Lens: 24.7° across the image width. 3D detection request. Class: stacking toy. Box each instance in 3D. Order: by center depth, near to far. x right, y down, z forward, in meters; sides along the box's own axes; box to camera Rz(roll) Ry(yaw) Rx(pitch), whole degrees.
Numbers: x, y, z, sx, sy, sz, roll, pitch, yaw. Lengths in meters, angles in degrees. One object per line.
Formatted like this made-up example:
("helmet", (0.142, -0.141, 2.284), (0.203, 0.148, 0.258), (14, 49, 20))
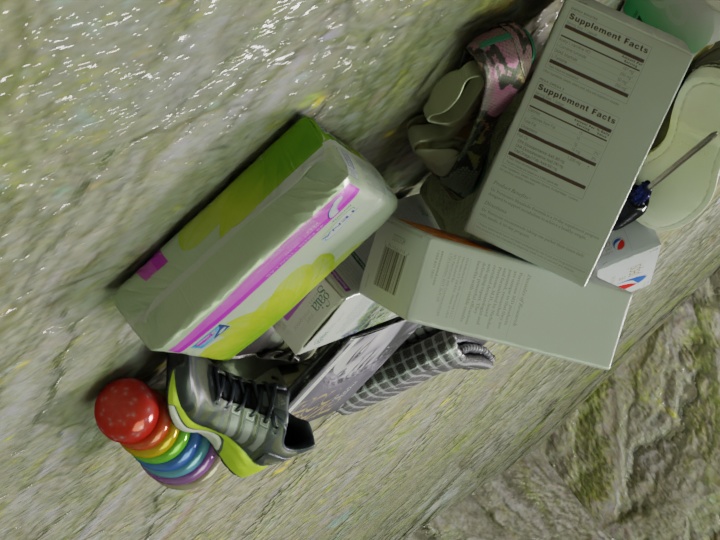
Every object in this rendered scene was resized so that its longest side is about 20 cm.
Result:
("stacking toy", (-0.180, 0.139, 1.432), (0.085, 0.086, 0.200), (-39, 162, 0))

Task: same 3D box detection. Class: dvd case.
("dvd case", (-0.019, 0.099, 1.586), (0.149, 0.016, 0.200), (-47, 166, 21))

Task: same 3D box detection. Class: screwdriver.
("screwdriver", (0.238, -0.075, 1.328), (0.200, 0.029, 0.028), (120, -11, -67))

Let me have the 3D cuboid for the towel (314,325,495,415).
("towel", (0.052, 0.094, 1.797), (0.164, 0.086, 0.200), (-26, 170, 15))

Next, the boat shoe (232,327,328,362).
("boat shoe", (-0.061, 0.049, 1.477), (0.072, 0.065, 0.199), (-47, 165, 27))

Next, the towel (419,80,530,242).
("towel", (0.152, -0.089, 1.451), (0.200, 0.149, 0.036), (-42, 146, 11))

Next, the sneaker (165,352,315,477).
("sneaker", (-0.106, 0.113, 1.423), (0.080, 0.075, 0.200), (-15, 148, 18))

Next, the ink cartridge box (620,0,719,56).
("ink cartridge box", (0.313, -0.179, 1.456), (0.050, 0.201, 0.161), (-32, 164, -23))

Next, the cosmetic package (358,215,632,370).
("cosmetic package", (0.111, 0.018, 1.351), (0.198, 0.101, 0.072), (15, 96, -27))

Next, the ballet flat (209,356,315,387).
("ballet flat", (-0.086, 0.104, 1.587), (0.067, 0.064, 0.200), (-43, 165, 16))

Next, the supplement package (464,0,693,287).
("supplement package", (0.175, -0.109, 1.320), (0.114, 0.109, 0.202), (-58, 171, -74))

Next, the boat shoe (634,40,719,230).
("boat shoe", (0.273, -0.108, 1.354), (0.061, 0.071, 0.202), (-60, 173, -34))

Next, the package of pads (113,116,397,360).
("package of pads", (-0.073, -0.017, 1.236), (0.200, 0.068, 0.154), (-41, 166, 8))

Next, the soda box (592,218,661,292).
("soda box", (0.235, -0.023, 1.529), (0.063, 0.069, 0.200), (-22, 168, 3))

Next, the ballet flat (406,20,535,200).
("ballet flat", (0.079, -0.125, 1.323), (0.070, 0.070, 0.201), (-12, 152, -23))

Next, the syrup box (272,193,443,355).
("syrup box", (0.000, 0.000, 1.448), (0.199, 0.082, 0.079), (-18, 153, -51))
